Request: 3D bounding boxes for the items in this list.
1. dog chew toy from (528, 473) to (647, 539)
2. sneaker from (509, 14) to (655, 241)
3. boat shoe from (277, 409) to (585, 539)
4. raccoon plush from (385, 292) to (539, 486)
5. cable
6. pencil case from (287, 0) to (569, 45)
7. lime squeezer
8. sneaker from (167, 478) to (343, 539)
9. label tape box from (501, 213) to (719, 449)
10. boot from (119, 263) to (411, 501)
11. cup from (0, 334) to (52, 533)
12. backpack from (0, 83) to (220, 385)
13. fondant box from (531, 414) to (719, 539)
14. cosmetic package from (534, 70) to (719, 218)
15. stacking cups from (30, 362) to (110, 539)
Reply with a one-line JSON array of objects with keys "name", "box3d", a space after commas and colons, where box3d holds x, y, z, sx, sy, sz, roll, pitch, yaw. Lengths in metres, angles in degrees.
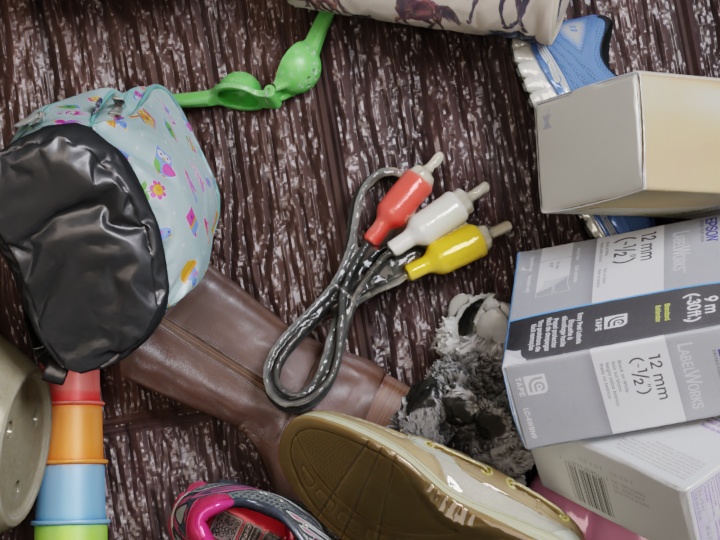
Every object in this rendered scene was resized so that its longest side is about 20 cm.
[{"name": "dog chew toy", "box3d": [0.194, 0.161, 1.151, 0.199, 0.125, 0.125, 3, 85, 15]}, {"name": "sneaker", "box3d": [0.169, -0.077, 1.192, 0.089, 0.079, 0.201, -22, 82, 7]}, {"name": "boat shoe", "box3d": [0.045, 0.141, 1.109, 0.200, 0.066, 0.074, 30, 116, 5]}, {"name": "raccoon plush", "box3d": [0.058, 0.103, 1.205, 0.097, 0.134, 0.200, 30, 121, -6]}, {"name": "cable", "box3d": [0.000, 0.000, 1.197, 0.200, 0.050, 0.097, -41, 78, -19]}, {"name": "pencil case", "box3d": [0.048, -0.201, 1.187, 0.199, 0.078, 0.090, 12, 111, 16]}, {"name": "lime squeezer", "box3d": [-0.073, -0.140, 1.247, 0.200, 0.038, 0.071, -29, 82, 4]}, {"name": "sneaker", "box3d": [-0.022, 0.185, 1.124, 0.199, 0.075, 0.081, 17, 80, -8]}, {"name": "label tape box", "box3d": [0.189, 0.027, 1.083, 0.199, 0.143, 0.066, -13, 115, 16]}, {"name": "boot", "box3d": [-0.092, 0.104, 1.212, 0.200, 0.064, 0.187, 29, 76, 5]}, {"name": "cup", "box3d": [-0.278, 0.102, 1.166, 0.143, 0.200, 0.201, 7, 86, 7]}, {"name": "backpack", "box3d": [-0.162, -0.039, 1.171, 0.126, 0.200, 0.168, -12, 107, 6]}, {"name": "fondant box", "box3d": [0.220, 0.080, 1.100, 0.200, 0.144, 0.058, -31, 119, -24]}, {"name": "cosmetic package", "box3d": [0.215, -0.072, 1.124, 0.199, 0.105, 0.071, 0, 84, -30]}, {"name": "stacking cups", "box3d": [-0.190, 0.149, 1.229, 0.060, 0.061, 0.201, -1, 80, 7]}]
